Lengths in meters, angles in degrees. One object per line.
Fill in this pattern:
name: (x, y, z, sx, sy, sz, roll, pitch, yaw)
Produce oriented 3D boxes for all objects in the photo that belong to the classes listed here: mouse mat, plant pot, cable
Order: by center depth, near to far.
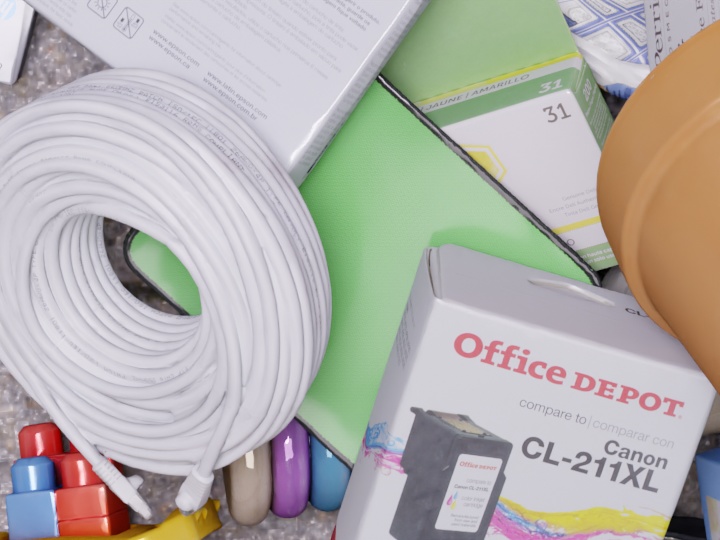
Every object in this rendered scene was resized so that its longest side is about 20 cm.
plant pot: (0.216, -0.007, 1.103, 0.199, 0.140, 0.201, -7, 134, -7)
cable: (-0.103, 0.001, 1.205, 0.200, 0.069, 0.200, 46, 131, 3)
mouse mat: (0.000, 0.000, 1.242, 0.200, 0.008, 0.161, 42, 104, -3)

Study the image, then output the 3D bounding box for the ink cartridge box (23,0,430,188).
ink cartridge box: (-0.056, -0.173, 1.207, 0.199, 0.041, 0.200, 38, 99, 10)

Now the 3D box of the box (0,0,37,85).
box: (-0.221, -0.211, 1.262, 0.155, 0.041, 0.201, 15, 99, -4)

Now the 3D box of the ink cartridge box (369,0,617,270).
ink cartridge box: (0.044, -0.080, 1.245, 0.145, 0.048, 0.201, -16, 119, 24)

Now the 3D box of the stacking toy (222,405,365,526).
stacking toy: (0.027, 0.083, 1.310, 0.199, 0.085, 0.086, -5, 101, -7)

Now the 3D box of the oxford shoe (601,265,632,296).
oxford shoe: (0.179, -0.019, 1.273, 0.075, 0.058, 0.200, 13, 127, -32)

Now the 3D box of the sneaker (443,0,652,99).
sneaker: (0.137, -0.133, 1.270, 0.199, 0.075, 0.089, 17, 99, -6)

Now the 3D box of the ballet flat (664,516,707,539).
ballet flat: (0.105, 0.158, 1.326, 0.199, 0.073, 0.074, 1, 101, -2)

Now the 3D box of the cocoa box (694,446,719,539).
cocoa box: (0.271, 0.151, 1.215, 0.131, 0.200, 0.134, -15, 102, -20)

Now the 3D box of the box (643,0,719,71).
box: (0.245, -0.188, 1.200, 0.199, 0.131, 0.200, -5, 90, -15)

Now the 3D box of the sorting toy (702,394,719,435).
sorting toy: (0.244, 0.001, 1.235, 0.184, 0.037, 0.201, -12, 132, 0)

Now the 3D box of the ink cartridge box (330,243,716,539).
ink cartridge box: (0.071, 0.107, 1.212, 0.145, 0.083, 0.201, 15, 107, -5)

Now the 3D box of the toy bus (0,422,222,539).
toy bus: (-0.118, 0.171, 1.294, 0.199, 0.136, 0.193, -4, 87, 6)
